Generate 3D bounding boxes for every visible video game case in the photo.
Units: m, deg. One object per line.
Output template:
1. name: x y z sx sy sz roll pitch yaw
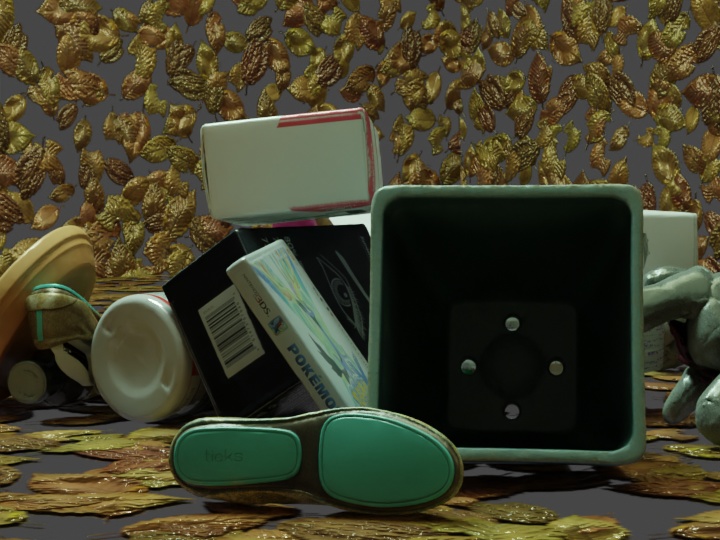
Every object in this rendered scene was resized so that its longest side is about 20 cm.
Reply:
1. video game case: -0.031 0.061 1.328 0.022 0.183 0.200 -34 1 8

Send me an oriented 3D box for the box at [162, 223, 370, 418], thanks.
1. box: -0.055 0.047 1.501 0.104 0.149 0.199 -34 -18 31

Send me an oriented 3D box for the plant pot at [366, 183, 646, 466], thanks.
1. plant pot: 0.113 0.056 1.273 0.193 0.199 0.200 0 -12 7

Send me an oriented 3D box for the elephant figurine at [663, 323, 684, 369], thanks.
1. elephant figurine: 0.282 0.053 1.943 0.199 0.143 0.155 -17 -37 37

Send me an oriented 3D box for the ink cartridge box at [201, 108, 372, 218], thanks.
1. ink cartridge box: -0.057 -0.090 1.519 0.144 0.086 0.200 -5 1 4

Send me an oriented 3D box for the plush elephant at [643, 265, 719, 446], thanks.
1. plush elephant: 0.310 0.070 1.452 0.199 0.155 0.165 -36 63 -22

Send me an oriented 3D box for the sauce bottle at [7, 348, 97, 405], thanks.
1. sauce bottle: -0.280 0.096 1.629 0.064 0.066 0.200 0 2 12

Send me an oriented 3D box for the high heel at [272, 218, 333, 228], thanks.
1. high heel: 0.000 0.000 1.631 0.199 0.097 0.067 28 12 20

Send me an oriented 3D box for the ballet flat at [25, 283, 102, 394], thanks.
1. ballet flat: -0.243 0.075 1.567 0.067 0.073 0.200 -7 -21 23

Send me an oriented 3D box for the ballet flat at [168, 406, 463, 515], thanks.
1. ballet flat: -0.027 0.126 1.114 0.198 0.072 0.071 1 3 12

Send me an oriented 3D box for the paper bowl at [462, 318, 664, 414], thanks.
1. paper bowl: 0.184 0.077 1.577 0.198 0.106 0.201 0 2 0

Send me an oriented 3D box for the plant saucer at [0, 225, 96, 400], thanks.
1. plant saucer: -0.314 0.049 1.604 0.037 0.201 0.200 34 10 10

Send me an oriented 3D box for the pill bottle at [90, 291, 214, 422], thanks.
1. pill bottle: -0.146 0.074 1.568 0.113 0.115 0.199 2 3 33

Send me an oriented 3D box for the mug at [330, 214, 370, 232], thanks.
1. mug: 0.005 -0.009 1.745 0.152 0.151 0.187 9 18 15

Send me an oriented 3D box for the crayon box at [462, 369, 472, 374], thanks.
1. crayon box: 0.042 0.053 1.887 0.198 0.120 0.058 1 3 31

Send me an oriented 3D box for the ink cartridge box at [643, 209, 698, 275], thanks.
1. ink cartridge box: 0.203 -0.017 1.601 0.198 0.086 0.146 2 3 -12
